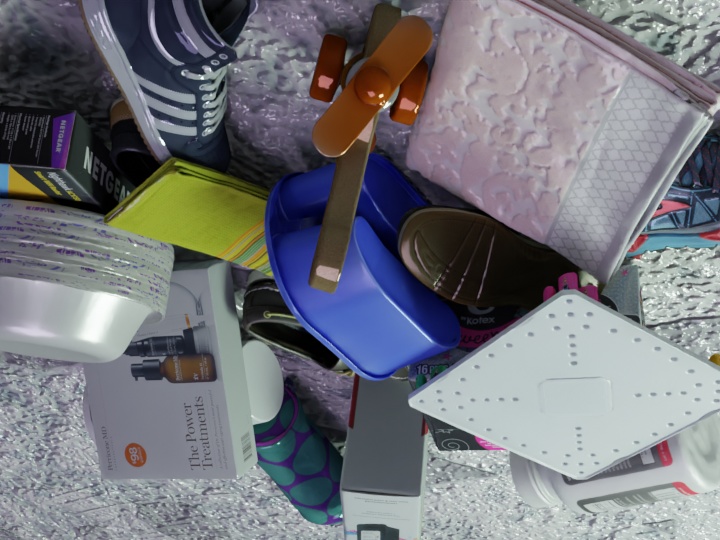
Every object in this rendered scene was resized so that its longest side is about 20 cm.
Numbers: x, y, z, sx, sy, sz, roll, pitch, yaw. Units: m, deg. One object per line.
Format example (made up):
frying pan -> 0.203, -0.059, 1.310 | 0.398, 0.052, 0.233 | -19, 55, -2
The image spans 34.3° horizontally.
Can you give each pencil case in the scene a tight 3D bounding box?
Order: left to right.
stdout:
pencil case -> -0.069, 0.207, 1.306 | 0.084, 0.093, 0.201 | -32, 135, -2

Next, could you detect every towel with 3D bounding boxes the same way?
towel -> -0.107, -0.037, 0.944 | 0.086, 0.018, 0.199 | -37, 150, 24
towel -> 0.129, -0.097, 0.814 | 0.190, 0.032, 0.201 | 32, 144, 11

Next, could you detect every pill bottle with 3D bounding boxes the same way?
pill bottle -> -0.180, 0.129, 1.201 | 0.198, 0.113, 0.111 | -15, 139, 30
pill bottle -> 0.252, 0.181, 1.164 | 0.198, 0.112, 0.110 | -20, 136, 36

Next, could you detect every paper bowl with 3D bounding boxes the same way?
paper bowl -> -0.259, 0.015, 0.966 | 0.197, 0.106, 0.201 | 7, 169, 1

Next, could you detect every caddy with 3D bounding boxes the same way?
caddy -> 0.000, 0.000, 0.945 | 0.104, 0.143, 0.200 | -18, 136, 30

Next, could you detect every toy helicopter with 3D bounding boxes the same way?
toy helicopter -> 0.000, -0.084, 0.772 | 0.078, 0.203, 0.132 | 15, 163, -7

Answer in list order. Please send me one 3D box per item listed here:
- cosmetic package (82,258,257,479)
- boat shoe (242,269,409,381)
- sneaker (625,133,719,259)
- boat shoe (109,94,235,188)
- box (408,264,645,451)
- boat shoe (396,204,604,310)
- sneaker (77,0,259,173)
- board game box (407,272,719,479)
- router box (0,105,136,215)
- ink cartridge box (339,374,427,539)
cosmetic package -> -0.186, 0.095, 1.104 | 0.149, 0.052, 0.203 | -4, 100, 21
boat shoe -> -0.026, 0.068, 1.118 | 0.199, 0.061, 0.072 | 27, 142, -23
sneaker -> 0.223, -0.064, 0.853 | 0.198, 0.080, 0.096 | -17, 135, 33
boat shoe -> -0.143, -0.063, 0.962 | 0.074, 0.063, 0.200 | -9, 142, 23
box -> 0.154, 0.078, 1.040 | 0.197, 0.116, 0.133 | -4, 142, 16
boat shoe -> 0.107, -0.012, 0.938 | 0.198, 0.065, 0.074 | 17, 108, -30
sneaker -> -0.112, -0.139, 0.839 | 0.107, 0.071, 0.201 | -3, 140, 21
board game box -> 0.172, 0.091, 0.932 | 0.198, 0.026, 0.200 | 26, 139, -24
router box -> -0.269, -0.075, 0.930 | 0.147, 0.052, 0.200 | 5, 167, 7
ink cartridge box -> 0.029, 0.211, 1.234 | 0.081, 0.147, 0.201 | 4, 146, 5
